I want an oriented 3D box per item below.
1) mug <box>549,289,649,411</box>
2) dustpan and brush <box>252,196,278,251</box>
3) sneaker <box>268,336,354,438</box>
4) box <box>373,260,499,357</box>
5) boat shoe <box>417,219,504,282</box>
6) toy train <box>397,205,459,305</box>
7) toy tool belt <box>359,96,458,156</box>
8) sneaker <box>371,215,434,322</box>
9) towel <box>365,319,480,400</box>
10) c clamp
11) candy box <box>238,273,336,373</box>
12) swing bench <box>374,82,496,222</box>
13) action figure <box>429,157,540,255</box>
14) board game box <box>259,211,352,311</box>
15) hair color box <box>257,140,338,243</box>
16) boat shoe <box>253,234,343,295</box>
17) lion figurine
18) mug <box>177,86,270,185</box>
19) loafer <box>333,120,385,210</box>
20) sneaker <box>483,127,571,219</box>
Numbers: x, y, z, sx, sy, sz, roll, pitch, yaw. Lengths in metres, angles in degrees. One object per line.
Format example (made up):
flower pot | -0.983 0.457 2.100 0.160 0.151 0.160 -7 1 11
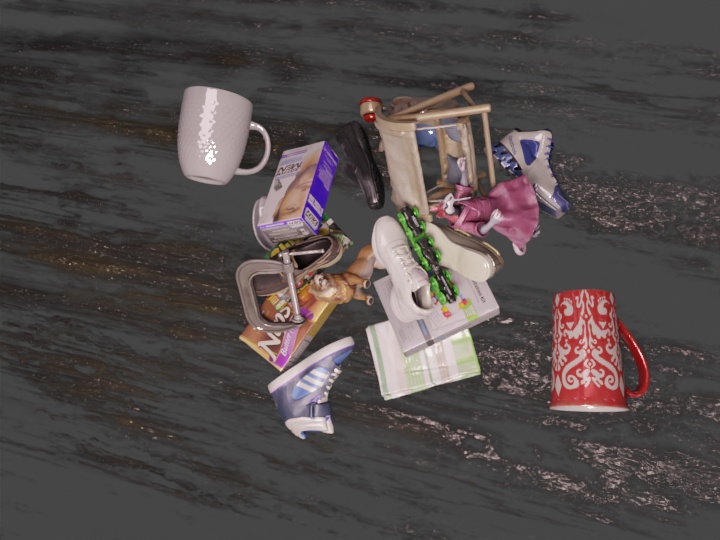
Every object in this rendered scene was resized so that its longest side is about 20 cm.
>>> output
mug | 0.413 0.147 1.194 0.133 0.176 0.202 -15 68 47
dustpan and brush | -0.166 -0.061 1.380 0.138 0.057 0.202 2 81 13
sneaker | -0.068 0.236 1.300 0.199 0.081 0.147 -32 83 2
box | 0.144 0.052 1.281 0.198 0.041 0.157 -24 66 3
boat shoe | 0.176 -0.044 1.255 0.201 0.060 0.073 33 129 36
toy train | 0.123 -0.027 1.238 0.041 0.056 0.201 -25 83 -10
toy tool belt | 0.096 -0.275 1.323 0.197 0.125 0.124 1 84 -5
sneaker | 0.086 -0.007 1.214 0.074 0.099 0.202 -21 94 -31
towel | 0.119 0.153 1.291 0.198 0.031 0.151 -16 77 9
c clamp | -0.149 0.043 1.256 0.169 0.202 0.027 2 36 4
candy box | -0.138 0.090 1.348 0.116 0.056 0.201 35 86 17
swing bench | 0.142 -0.212 1.241 0.198 0.200 0.130 -15 33 2
action figure | 0.217 -0.109 1.198 0.198 0.149 0.135 -4 60 -9
board game box | -0.121 -0.024 1.329 0.200 0.023 0.105 -43 71 -4
hair color box | -0.122 -0.157 1.335 0.108 0.065 0.202 -8 53 30
boat shoe | -0.130 -0.019 1.279 0.199 0.073 0.075 -29 73 1
lion figurine | 0.000 0.000 1.295 0.122 0.073 0.200 15 43 42
mug | -0.288 -0.272 1.417 0.198 0.148 0.177 10 87 -16
loafer | -0.003 -0.209 1.369 0.070 0.068 0.202 -23 70 16
sneaker | 0.342 -0.205 1.279 0.115 0.081 0.200 -43 72 5
